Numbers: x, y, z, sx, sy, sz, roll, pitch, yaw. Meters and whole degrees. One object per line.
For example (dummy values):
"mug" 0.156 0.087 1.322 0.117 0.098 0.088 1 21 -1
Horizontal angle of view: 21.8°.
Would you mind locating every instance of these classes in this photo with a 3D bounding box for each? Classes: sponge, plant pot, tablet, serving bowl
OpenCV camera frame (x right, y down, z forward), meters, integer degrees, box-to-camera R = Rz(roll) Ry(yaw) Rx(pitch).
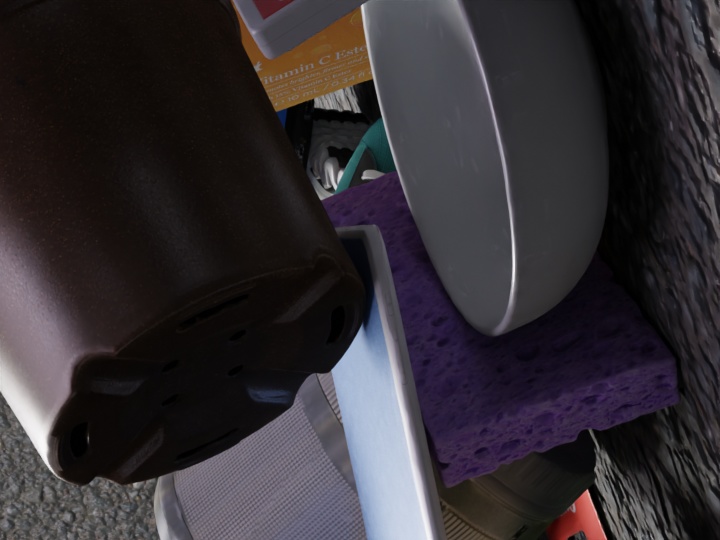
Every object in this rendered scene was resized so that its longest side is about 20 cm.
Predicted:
"sponge" 0.056 0.011 0.869 0.200 0.111 0.030 -118 10 -53
"plant pot" -0.107 -0.030 0.801 0.199 0.200 0.201 57 167 25
"tablet" 0.012 0.079 0.834 0.130 0.014 0.201 -179 77 -77
"serving bowl" 0.058 -0.076 0.794 0.200 0.065 0.201 164 90 -79

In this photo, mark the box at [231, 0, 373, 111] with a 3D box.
"box" -0.025 -0.178 0.949 0.200 0.124 0.098 88 161 -67

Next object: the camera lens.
"camera lens" 0.003 0.110 0.984 0.160 0.200 0.160 42 -161 -18

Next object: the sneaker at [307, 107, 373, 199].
"sneaker" -0.020 -0.064 1.312 0.200 0.075 0.081 -121 37 -65

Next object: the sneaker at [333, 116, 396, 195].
"sneaker" 0.000 0.000 1.084 0.080 0.071 0.201 -17 -51 -85

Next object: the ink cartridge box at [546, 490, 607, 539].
"ink cartridge box" 0.085 0.097 1.119 0.163 0.057 0.201 104 151 -76

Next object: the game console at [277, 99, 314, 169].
"game console" -0.091 -0.130 1.257 0.171 0.118 0.201 -4 76 64

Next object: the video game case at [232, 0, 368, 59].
"video game case" -0.006 -0.175 0.759 0.017 0.143 0.200 56 -176 -39
